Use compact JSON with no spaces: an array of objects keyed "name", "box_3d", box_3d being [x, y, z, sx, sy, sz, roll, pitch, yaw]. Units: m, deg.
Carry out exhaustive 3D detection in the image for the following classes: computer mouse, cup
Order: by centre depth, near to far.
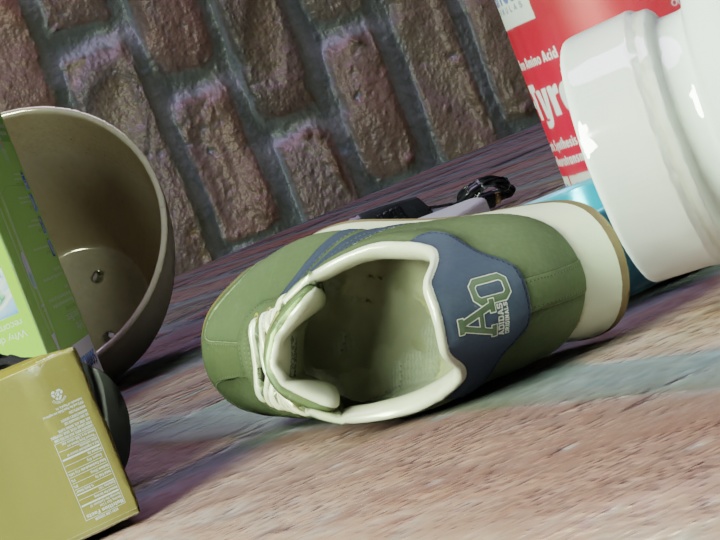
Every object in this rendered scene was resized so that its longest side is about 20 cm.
[{"name":"cup","box_3d":[-0.210,0.007,1.404,0.199,0.201,0.143,-22,-24,4]},{"name":"computer mouse","box_3d":[0.053,-0.036,1.555,0.199,0.034,0.059,-19,-16,-40]}]

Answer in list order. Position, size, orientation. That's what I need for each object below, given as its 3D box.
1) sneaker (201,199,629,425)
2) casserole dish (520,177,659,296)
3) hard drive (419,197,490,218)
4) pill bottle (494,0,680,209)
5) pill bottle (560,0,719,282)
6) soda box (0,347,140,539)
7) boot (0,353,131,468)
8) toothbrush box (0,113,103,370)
[{"name":"sneaker","box_3d":[-0.009,0.019,0.709,0.199,0.068,0.090,-14,3,45]},{"name":"casserole dish","box_3d":[0.090,-0.011,0.826,0.121,0.039,0.200,-23,4,-20]},{"name":"hard drive","box_3d":[0.000,0.000,1.305,0.131,0.026,0.200,-20,4,21]},{"name":"pill bottle","box_3d":[0.124,-0.121,0.942,0.112,0.201,0.112,-22,3,1]},{"name":"pill bottle","box_3d":[0.167,-0.068,0.612,0.199,0.113,0.112,-20,4,18]},{"name":"soda box","box_3d":[-0.181,0.094,0.693,0.199,0.064,0.068,-23,3,-19]},{"name":"boot","box_3d":[-0.208,0.069,0.831,0.210,0.080,0.158,5,-2,-23]},{"name":"toothbrush box","box_3d":[-0.229,0.006,1.201,0.086,0.201,0.146,-23,4,2]}]
